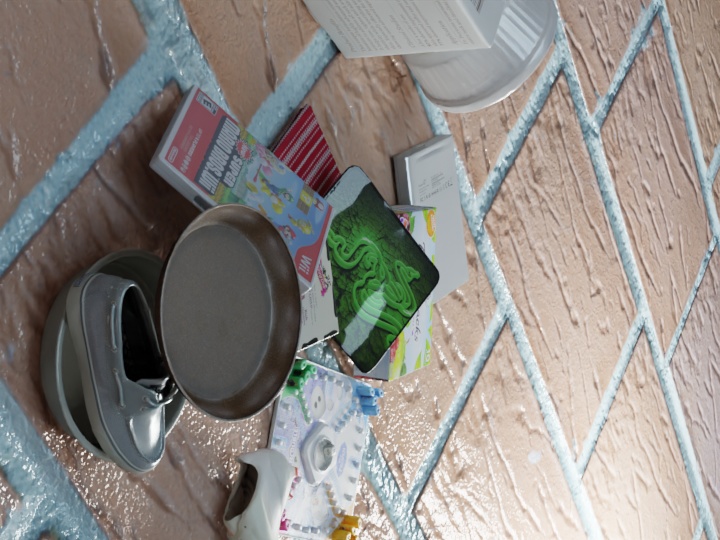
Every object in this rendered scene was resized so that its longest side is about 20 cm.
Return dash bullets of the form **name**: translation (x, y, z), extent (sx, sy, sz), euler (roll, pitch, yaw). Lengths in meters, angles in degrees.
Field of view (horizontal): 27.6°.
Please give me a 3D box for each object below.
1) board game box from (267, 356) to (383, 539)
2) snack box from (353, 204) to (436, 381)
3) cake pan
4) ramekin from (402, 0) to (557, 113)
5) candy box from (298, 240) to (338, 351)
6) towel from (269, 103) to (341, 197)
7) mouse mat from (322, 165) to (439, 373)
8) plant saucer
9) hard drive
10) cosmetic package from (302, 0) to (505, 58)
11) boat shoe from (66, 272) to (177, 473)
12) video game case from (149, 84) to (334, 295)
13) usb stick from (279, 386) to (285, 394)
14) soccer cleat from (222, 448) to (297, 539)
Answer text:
- **board game box**: translation (-0.043, 0.215, 1.712), extent (0.200, 0.026, 0.201), euler (27, 69, -56)
- **snack box**: translation (0.043, 0.025, 1.792), extent (0.142, 0.053, 0.201), euler (-15, 109, -67)
- **cake pan**: translation (-0.230, 0.079, 1.384), extent (0.200, 0.037, 0.201), euler (-6, 97, -59)
- **ramekin**: translation (0.135, -0.302, 1.818), extent (0.094, 0.202, 0.203), euler (40, 58, -37)
- **candy box**: translation (-0.103, 0.022, 1.499), extent (0.200, 0.061, 0.137), euler (-20, 106, -57)
- **towel**: translation (-0.059, -0.068, 1.669), extent (0.145, 0.022, 0.200), euler (-59, 138, -39)
- **mouse mat**: translation (0.000, 0.000, 1.682), extent (0.161, 0.008, 0.200), euler (-52, 124, -20)
- **plant saucer**: translation (-0.125, 0.039, 1.351), extent (0.200, 0.032, 0.201), euler (5, 84, -54)
- **hard drive**: translation (0.094, -0.065, 1.916), extent (0.132, 0.026, 0.201), euler (-30, 118, -54)
- **cosmetic package**: translation (0.049, -0.358, 1.655), extent (0.167, 0.199, 0.167), euler (48, 52, -48)
- **boat shoe**: translation (-0.205, 0.097, 1.320), extent (0.070, 0.071, 0.202), euler (-42, 126, -49)
- **video game case**: translation (-0.113, -0.082, 1.460), extent (0.200, 0.017, 0.143), euler (41, 33, -19)
- **usb stick**: translation (-0.114, 0.043, 1.577), extent (0.055, 0.032, 0.201), euler (-38, 124, -54)
- **soccer cleat**: translation (-0.116, 0.290, 1.569), extent (0.077, 0.069, 0.201), euler (9, 84, -42)
